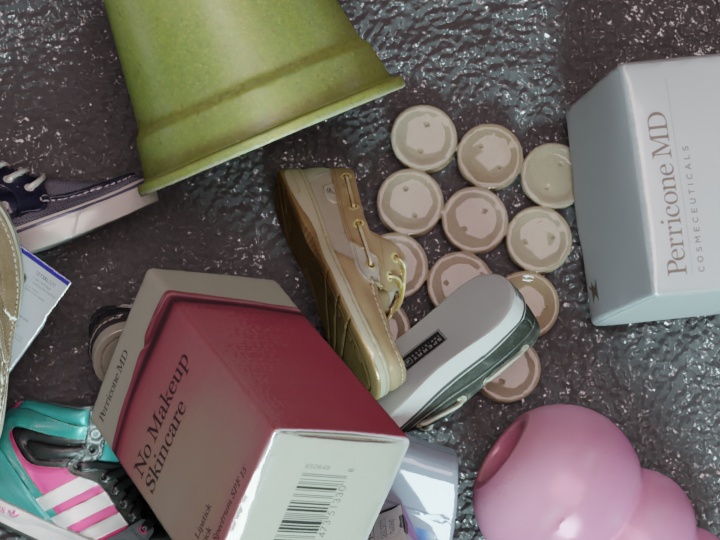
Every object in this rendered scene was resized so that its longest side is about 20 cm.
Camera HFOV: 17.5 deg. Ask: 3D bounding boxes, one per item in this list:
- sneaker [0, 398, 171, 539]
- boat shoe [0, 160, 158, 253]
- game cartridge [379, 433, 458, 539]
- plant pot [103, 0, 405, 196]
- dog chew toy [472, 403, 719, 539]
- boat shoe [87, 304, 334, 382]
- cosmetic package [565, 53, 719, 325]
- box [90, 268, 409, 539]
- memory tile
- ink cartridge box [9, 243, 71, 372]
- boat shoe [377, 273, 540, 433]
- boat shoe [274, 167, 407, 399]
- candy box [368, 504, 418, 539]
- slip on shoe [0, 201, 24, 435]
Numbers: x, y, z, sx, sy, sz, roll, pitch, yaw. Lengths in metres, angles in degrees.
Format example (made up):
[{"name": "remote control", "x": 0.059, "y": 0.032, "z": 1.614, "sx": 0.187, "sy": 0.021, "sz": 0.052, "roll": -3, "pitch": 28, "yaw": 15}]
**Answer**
[{"name": "sneaker", "x": -0.172, "y": 0.145, "z": 1.645, "sx": 0.200, "sy": 0.084, "sz": 0.121, "roll": 24, "pitch": 89, "yaw": 0}, {"name": "boat shoe", "x": -0.251, "y": -0.055, "z": 1.667, "sx": 0.200, "sy": 0.075, "sz": 0.093, "roll": -19, "pitch": 91, "yaw": -7}, {"name": "game cartridge", "x": -0.010, "y": 0.202, "z": 1.628, "sx": 0.133, "sy": 0.042, "sz": 0.200, "roll": 19, "pitch": 106, "yaw": -3}, {"name": "plant pot", "x": -0.096, "y": -0.174, "z": 1.624, "sx": 0.200, "sy": 0.200, "sz": 0.184, "roll": -23, "pitch": 93, "yaw": -8}, {"name": "dog chew toy", "x": 0.179, "y": 0.183, "z": 1.654, "sx": 0.200, "sy": 0.125, "sz": 0.125, "roll": 35, "pitch": 80, "yaw": -8}, {"name": "boat shoe", "x": -0.099, "y": 0.056, "z": 1.667, "sx": 0.200, "sy": 0.063, "sz": 0.073, "roll": 8, "pitch": 114, "yaw": -23}, {"name": "cosmetic package", "x": 0.268, "y": -0.059, "z": 1.664, "sx": 0.200, "sy": 0.166, "sz": 0.168, "roll": -6, "pitch": 83, "yaw": -10}, {"name": "box", "x": -0.077, "y": 0.104, "z": 1.535, "sx": 0.109, "sy": 0.200, "sz": 0.128, "roll": 7, "pitch": 116, "yaw": -36}, {"name": "memory tile", "x": 0.078, "y": -0.012, "z": 1.722, "sx": 0.153, "sy": 0.017, "sz": 0.200, "roll": 15, "pitch": 80, "yaw": -3}, {"name": "ink cartridge box", "x": -0.291, "y": 0.056, "z": 1.630, "sx": 0.095, "sy": 0.037, "sz": 0.200, "roll": 36, "pitch": 104, "yaw": -4}, {"name": "boat shoe", "x": 0.040, "y": 0.085, "z": 1.661, "sx": 0.200, "sy": 0.064, "sz": 0.071, "roll": -35, "pitch": 44, "yaw": 4}, {"name": "boat shoe", "x": 0.000, "y": 0.000, "z": 1.658, "sx": 0.069, "sy": 0.074, "sz": 0.200, "roll": -14, "pitch": 56, "yaw": -15}, {"name": "candy box", "x": -0.030, "y": 0.276, "z": 1.594, "sx": 0.200, "sy": 0.072, "sz": 0.168, "roll": -21, "pitch": 106, "yaw": 4}, {"name": "slip on shoe", "x": -0.271, "y": 0.040, "z": 1.578, "sx": 0.076, "sy": 0.061, "sz": 0.200, "roll": 8, "pitch": 102, "yaw": 3}]
